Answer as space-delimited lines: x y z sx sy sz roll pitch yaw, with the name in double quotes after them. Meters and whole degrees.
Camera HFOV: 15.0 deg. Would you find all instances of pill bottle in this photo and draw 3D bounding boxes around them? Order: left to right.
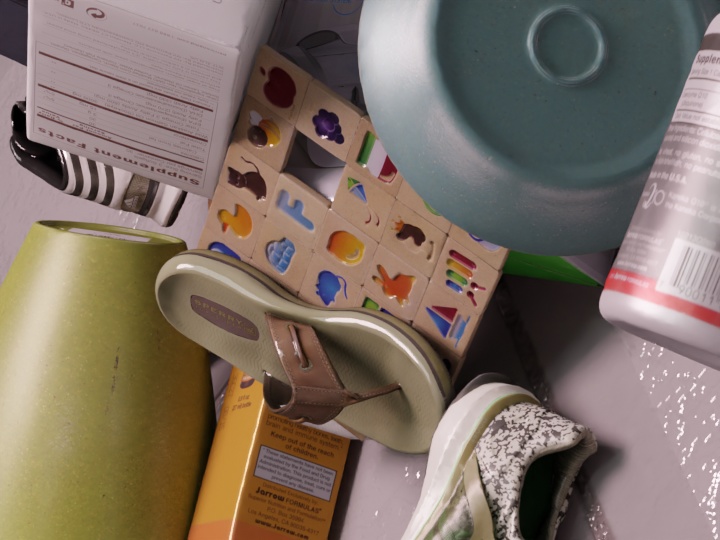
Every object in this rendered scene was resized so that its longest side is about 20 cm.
0.196 -0.052 1.252 0.114 0.114 0.200 17 84 61 "pill bottle"

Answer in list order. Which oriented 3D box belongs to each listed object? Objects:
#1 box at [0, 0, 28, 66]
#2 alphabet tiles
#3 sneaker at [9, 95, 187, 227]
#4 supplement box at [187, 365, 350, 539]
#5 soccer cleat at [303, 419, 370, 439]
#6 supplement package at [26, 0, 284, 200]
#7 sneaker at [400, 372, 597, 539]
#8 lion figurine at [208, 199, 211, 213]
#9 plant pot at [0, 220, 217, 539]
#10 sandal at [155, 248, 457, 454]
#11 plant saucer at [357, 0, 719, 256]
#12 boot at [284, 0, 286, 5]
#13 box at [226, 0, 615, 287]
-0.191 -0.235 1.952 0.104 0.200 0.182 -15 56 54 "box"
-0.010 -0.002 1.455 0.008 0.167 0.200 -40 -20 -42 "alphabet tiles"
-0.168 -0.118 1.796 0.201 0.115 0.076 -94 24 -49 "sneaker"
-0.042 0.083 1.606 0.067 0.069 0.200 -17 57 61 "supplement box"
0.000 0.000 1.565 0.086 0.070 0.200 0 65 17 "soccer cleat"
-0.105 -0.140 1.458 0.200 0.117 0.117 109 179 -69 "supplement package"
0.064 0.152 1.381 0.089 0.077 0.200 10 81 51 "sneaker"
-0.097 0.020 1.763 0.200 0.072 0.123 139 137 -62 "lion figurine"
-0.162 0.075 1.644 0.187 0.187 0.200 19 101 62 "plant pot"
-0.035 0.053 1.465 0.201 0.057 0.080 21 130 28 "sandal"
0.099 -0.108 1.366 0.036 0.200 0.200 143 143 -73 "plant saucer"
-0.018 -0.224 1.733 0.174 0.069 0.200 151 139 -77 "boot"
0.054 -0.097 1.481 0.200 0.097 0.177 9 77 36 "box"
